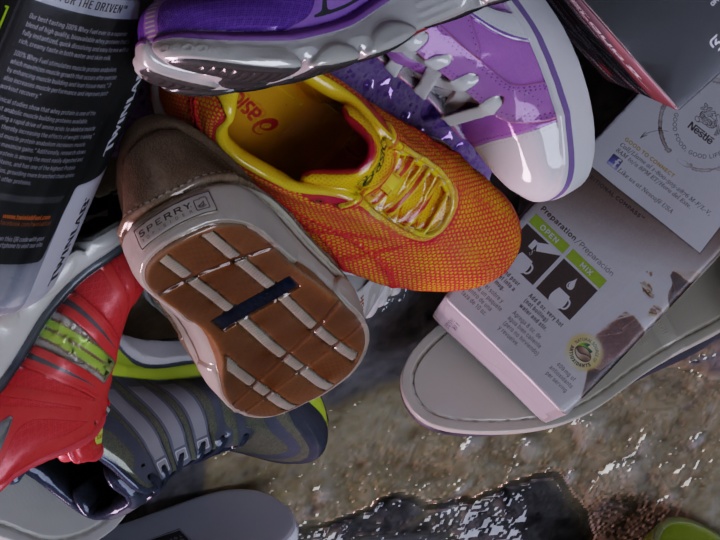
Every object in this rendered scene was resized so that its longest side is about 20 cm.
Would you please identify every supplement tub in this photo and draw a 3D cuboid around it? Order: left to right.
[{"bbox_3d":[-0.141,-0.093,1.094,0.122,0.123,0.200,6,121,-38],"label":"supplement tub"}]

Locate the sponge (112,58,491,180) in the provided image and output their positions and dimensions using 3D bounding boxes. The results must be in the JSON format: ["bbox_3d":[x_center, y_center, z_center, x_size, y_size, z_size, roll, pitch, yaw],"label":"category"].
[{"bbox_3d":[-0.020,-0.087,1.222,0.200,0.030,0.112,11,99,-36],"label":"sponge"}]

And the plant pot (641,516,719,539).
[{"bbox_3d":[0.150,0.270,1.582,0.200,0.187,0.187,-40,140,21],"label":"plant pot"}]

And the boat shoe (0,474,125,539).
[{"bbox_3d":[-0.187,0.101,1.268,0.060,0.074,0.200,-19,173,40],"label":"boat shoe"}]

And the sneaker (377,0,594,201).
[{"bbox_3d":[0.011,-0.101,1.169,0.114,0.073,0.201,-35,99,-32],"label":"sneaker"}]

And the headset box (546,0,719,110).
[{"bbox_3d":[0.151,-0.147,1.200,0.149,0.200,0.075,-43,98,1],"label":"headset box"}]

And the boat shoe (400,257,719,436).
[{"bbox_3d":[0.103,0.040,1.416,0.200,0.073,0.063,-21,167,-24],"label":"boat shoe"}]

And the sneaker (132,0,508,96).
[{"bbox_3d":[-0.007,-0.122,1.088,0.200,0.081,0.084,-26,99,-31],"label":"sneaker"}]

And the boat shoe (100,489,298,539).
[{"bbox_3d":[-0.121,0.160,1.364,0.200,0.070,0.066,-16,131,-34],"label":"boat shoe"}]

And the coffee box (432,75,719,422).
[{"bbox_3d":[0.131,-0.028,1.318,0.200,0.080,0.113,-47,177,-4],"label":"coffee box"}]

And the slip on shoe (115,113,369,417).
[{"bbox_3d":[-0.053,0.001,1.174,0.076,0.061,0.200,-30,153,7],"label":"slip on shoe"}]

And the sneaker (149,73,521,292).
[{"bbox_3d":[-0.002,-0.036,1.186,0.200,0.077,0.073,27,90,-38],"label":"sneaker"}]

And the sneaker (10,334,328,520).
[{"bbox_3d":[-0.099,0.074,1.279,0.200,0.081,0.074,10,153,-35],"label":"sneaker"}]

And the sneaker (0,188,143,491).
[{"bbox_3d":[-0.130,0.039,1.194,0.200,0.077,0.085,-46,113,-23],"label":"sneaker"}]

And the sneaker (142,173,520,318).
[{"bbox_3d":[0.000,0.000,1.300,0.200,0.085,0.073,-16,131,-28],"label":"sneaker"}]
